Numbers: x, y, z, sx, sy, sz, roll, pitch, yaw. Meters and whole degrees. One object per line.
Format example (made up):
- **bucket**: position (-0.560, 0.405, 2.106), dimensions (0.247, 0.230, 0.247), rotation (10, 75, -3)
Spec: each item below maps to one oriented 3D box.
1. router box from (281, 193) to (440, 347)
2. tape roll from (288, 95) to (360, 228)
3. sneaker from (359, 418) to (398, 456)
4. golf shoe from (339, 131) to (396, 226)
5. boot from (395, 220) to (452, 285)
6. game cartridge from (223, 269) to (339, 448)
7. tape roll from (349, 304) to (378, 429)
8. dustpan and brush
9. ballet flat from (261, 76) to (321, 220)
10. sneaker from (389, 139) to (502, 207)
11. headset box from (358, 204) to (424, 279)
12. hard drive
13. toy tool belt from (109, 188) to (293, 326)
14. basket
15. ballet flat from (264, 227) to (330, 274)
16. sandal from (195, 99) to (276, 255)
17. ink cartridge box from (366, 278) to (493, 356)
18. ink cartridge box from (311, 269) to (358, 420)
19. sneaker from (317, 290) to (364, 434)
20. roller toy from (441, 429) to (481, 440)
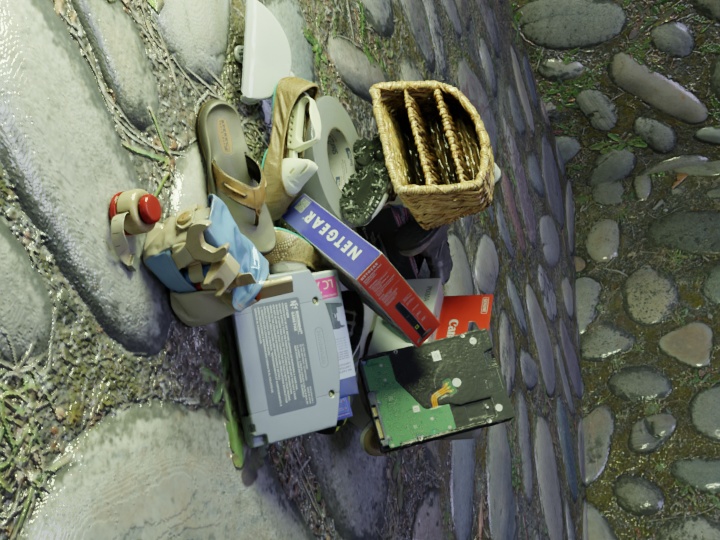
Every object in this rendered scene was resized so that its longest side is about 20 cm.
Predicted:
- **router box**: position (0.000, 0.000, 1.259), dimensions (0.200, 0.049, 0.180), rotation (39, -7, 45)
- **tape roll**: position (-0.056, -0.157, 1.372), dimensions (0.200, 0.066, 0.201), rotation (-11, 90, -69)
- **sneaker**: position (0.048, 0.204, 1.394), dimensions (0.200, 0.112, 0.071), rotation (-35, 120, -33)
- **golf shoe**: position (0.025, -0.121, 1.369), dimensions (0.200, 0.078, 0.095), rotation (-75, 147, -45)
- **boot**: position (0.121, -0.028, 1.557), dimensions (0.200, 0.070, 0.132), rotation (-46, 128, -58)
- **game cartridge**: position (-0.093, 0.104, 1.114), dimensions (0.133, 0.042, 0.200), rotation (-9, 89, -35)
- **tape roll**: position (0.011, 0.151, 1.443), dimensions (0.203, 0.037, 0.203), rotation (-11, 90, -69)
- **dustpan and brush**: position (-0.128, -0.292, 1.287), dimensions (0.200, 0.057, 0.140), rotation (6, 87, -61)
- **ballet flat**: position (-0.089, -0.166, 1.232), dimensions (0.068, 0.072, 0.200), rotation (23, 73, -59)
- **sneaker**: position (0.149, -0.136, 1.493), dimensions (0.115, 0.199, 0.081), rotation (32, 51, -45)
- **headset box**: position (0.061, -0.079, 1.615), dimensions (0.200, 0.075, 0.149), rotation (-66, 140, -55)
- **hard drive**: position (0.107, 0.173, 1.315), dimensions (0.038, 0.200, 0.140), rotation (107, -32, -68)
- **toy tool belt**: position (-0.161, -0.026, 0.975), dimensions (0.200, 0.123, 0.125), rotation (55, 32, -46)
- **basket**: position (0.116, -0.187, 1.353), dimensions (0.149, 0.143, 0.200), rotation (45, 30, -58)
- **ballet flat**: position (-0.079, 0.007, 1.236), dimensions (0.200, 0.070, 0.065), rotation (39, 41, -57)
- **sandal**: position (-0.145, -0.114, 1.114), dimensions (0.082, 0.055, 0.200), rotation (-14, 93, -43)
- **ink cartridge box**: position (0.113, 0.087, 1.436), dimensions (0.200, 0.173, 0.044), rotation (-72, 153, -51)
- **ink cartridge box**: position (-0.071, 0.106, 1.172), dimensions (0.119, 0.042, 0.200), rotation (-11, 94, -28)
- **sneaker**: position (-0.034, 0.126, 1.281), dimensions (0.081, 0.074, 0.200), rotation (1, 101, -81)
- **roller toy**: position (0.133, 0.199, 1.573), dimensions (0.182, 0.139, 0.200), rotation (-66, 151, -75)
